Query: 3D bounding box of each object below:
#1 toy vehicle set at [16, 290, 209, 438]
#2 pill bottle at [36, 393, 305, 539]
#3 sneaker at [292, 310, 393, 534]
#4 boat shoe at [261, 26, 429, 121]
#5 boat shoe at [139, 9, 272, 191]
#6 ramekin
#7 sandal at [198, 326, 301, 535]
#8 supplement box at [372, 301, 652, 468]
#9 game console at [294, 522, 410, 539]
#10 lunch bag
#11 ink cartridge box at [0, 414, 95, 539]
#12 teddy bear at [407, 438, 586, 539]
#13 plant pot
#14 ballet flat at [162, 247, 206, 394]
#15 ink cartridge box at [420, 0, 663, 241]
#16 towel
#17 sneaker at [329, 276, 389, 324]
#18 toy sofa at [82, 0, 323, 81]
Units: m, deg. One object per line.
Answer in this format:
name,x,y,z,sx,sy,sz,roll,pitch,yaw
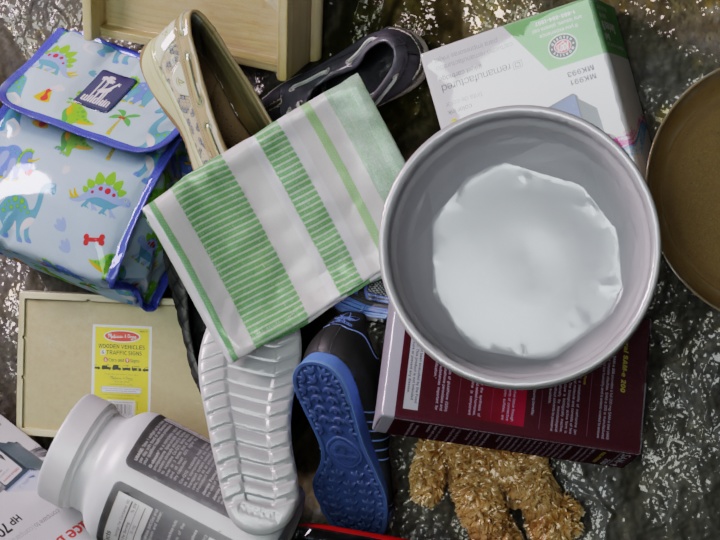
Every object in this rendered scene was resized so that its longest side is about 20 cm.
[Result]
toy vehicle set,-0.200,0.084,1.687,0.199,0.026,0.125,3,91,20
pill bottle,-0.154,0.186,1.608,0.199,0.116,0.117,26,99,7
sneaker,-0.001,0.125,1.575,0.070,0.078,0.201,10,131,24
boat shoe,-0.037,-0.134,1.608,0.199,0.063,0.073,-32,83,18
boat shoe,-0.101,-0.111,1.570,0.063,0.073,0.200,-36,89,43
ramekin,0.115,-0.012,1.426,0.199,0.105,0.202,-1,83,6
sandal,-0.087,0.110,1.568,0.082,0.050,0.204,-1,74,2
supplement box,0.115,0.080,1.505,0.199,0.061,0.110,9,73,-3
game console,0.046,0.292,1.557,0.199,0.173,0.119,7,66,19
lunch bag,-0.220,-0.091,1.649,0.169,0.127,0.201,20,80,19
ink cartridge box,-0.315,0.206,1.655,0.199,0.146,0.086,34,120,14
teddy bear,0.100,0.141,1.560,0.144,0.067,0.201,-8,88,17
plant pot,0.307,-0.058,1.472,0.199,0.027,0.202,0,86,-5
ballet flat,-0.118,0.051,1.608,0.066,0.057,0.201,-20,98,3
ink cartridge box,0.147,-0.092,1.531,0.144,0.087,0.201,-16,87,18
towel,-0.051,-0.037,1.536,0.199,0.023,0.153,-30,98,-1
sneaker,0.000,0.000,1.593,0.199,0.075,0.079,11,91,18
toy sofa,-0.126,-0.226,1.640,0.199,0.098,0.083,13,119,19
